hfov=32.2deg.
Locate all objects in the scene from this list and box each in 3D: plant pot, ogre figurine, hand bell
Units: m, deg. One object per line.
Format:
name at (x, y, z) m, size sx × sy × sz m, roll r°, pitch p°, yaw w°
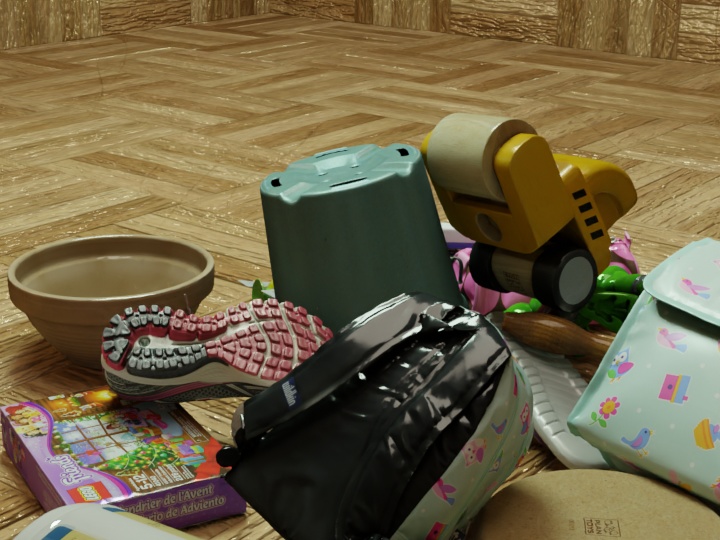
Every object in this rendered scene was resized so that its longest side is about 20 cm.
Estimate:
plant pot at (-0.241, 0.036, 1.226) m, size 0.198 × 0.094 × 0.201 m, roll 0°, pitch 19°, yaw 0°
ogre figurine at (0.202, 0.042, 1.204) m, size 0.200 × 0.098 × 0.120 m, roll -42°, pitch 7°, yaw 12°
hand bell at (0.218, 0.071, 1.073) m, size 0.198 × 0.105 × 0.104 m, roll 15°, pitch 21°, yaw 12°
plant pot at (0.000, 0.000, 1.124) m, size 0.198 × 0.198 × 0.200 m, roll -11°, pitch 19°, yaw 4°

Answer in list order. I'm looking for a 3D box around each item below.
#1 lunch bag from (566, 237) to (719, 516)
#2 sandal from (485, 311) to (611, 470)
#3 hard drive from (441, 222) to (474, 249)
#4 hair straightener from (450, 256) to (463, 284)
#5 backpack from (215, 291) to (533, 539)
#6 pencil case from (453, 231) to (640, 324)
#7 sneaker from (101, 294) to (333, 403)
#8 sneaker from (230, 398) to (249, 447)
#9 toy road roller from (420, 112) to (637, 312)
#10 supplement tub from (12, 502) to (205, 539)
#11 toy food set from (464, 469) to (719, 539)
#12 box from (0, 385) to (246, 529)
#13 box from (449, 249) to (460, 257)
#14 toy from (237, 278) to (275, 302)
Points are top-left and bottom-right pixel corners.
lunch bag at (0.280, 0.078, 0.936) m, size 0.170 × 0.201 × 0.122 m, roll 24°, pitch -12°, yaw 46°
sandal at (0.159, 0.112, 1.078) m, size 0.082 × 0.050 × 0.203 m, roll 10°, pitch 32°, yaw -24°
hard drive at (0.042, -0.041, 1.363) m, size 0.198 × 0.026 × 0.132 m, roll 1°, pitch 4°, yaw -30°
hair straightener at (0.039, -0.007, 1.286) m, size 0.076 × 0.041 × 0.199 m, roll 2°, pitch -1°, yaw -42°
backpack at (0.025, 0.115, 0.846) m, size 0.166 × 0.127 × 0.200 m, roll 36°, pitch 77°, yaw 32°
pencil case at (0.191, 0.011, 1.309) m, size 0.198 × 0.094 × 0.091 m, roll -6°, pitch 33°, yaw -12°
sneaker at (-0.114, 0.072, 1.035) m, size 0.198 × 0.075 × 0.081 m, roll 4°, pitch 53°, yaw -8°
sneaker at (-0.007, 0.132, 0.988) m, size 0.198 × 0.078 × 0.082 m, roll 14°, pitch 16°, yaw 32°
toy road roller at (0.161, -0.072, 1.122) m, size 0.146 × 0.201 × 0.122 m, roll -41°, pitch 31°, yaw -22°
supplement tub at (-0.089, 0.212, 0.631) m, size 0.198 × 0.146 × 0.144 m, roll 12°, pitch 22°, yaw 30°
toy food set at (0.161, 0.194, 0.845) m, size 0.196 × 0.049 × 0.200 m, roll -3°, pitch 19°, yaw -9°
box at (-0.191, 0.147, 0.983) m, size 0.136 × 0.040 × 0.200 m, roll -10°, pitch 22°, yaw -29°
box at (0.141, -0.007, 1.450) m, size 0.135 × 0.038 × 0.200 m, roll -1°, pitch 19°, yaw -6°
toy at (-0.018, 0.035, 1.296) m, size 0.198 × 0.048 × 0.115 m, roll 3°, pitch 6°, yaw -25°
